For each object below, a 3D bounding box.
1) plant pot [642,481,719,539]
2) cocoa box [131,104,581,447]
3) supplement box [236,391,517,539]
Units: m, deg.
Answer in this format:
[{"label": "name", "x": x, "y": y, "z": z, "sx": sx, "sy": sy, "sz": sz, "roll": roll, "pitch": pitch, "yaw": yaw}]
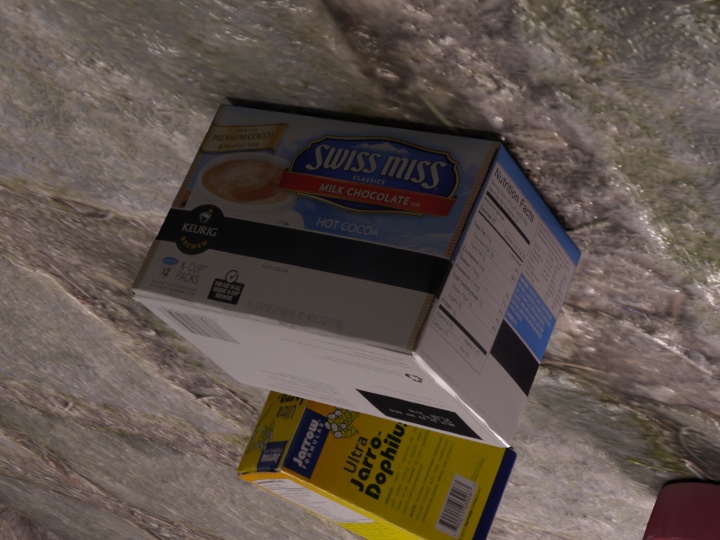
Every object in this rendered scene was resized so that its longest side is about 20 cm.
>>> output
[{"label": "plant pot", "x": 0.305, "y": 0.289, "z": 1.406, "sx": 0.200, "sy": 0.179, "sz": 0.200, "roll": 21, "pitch": 163, "yaw": 6}, {"label": "cocoa box", "x": 0.000, "y": 0.000, "z": 1.012, "sx": 0.200, "sy": 0.131, "sz": 0.133, "roll": 11, "pitch": 159, "yaw": 34}, {"label": "supplement box", "x": 0.014, "y": 0.167, "z": 1.529, "sx": 0.200, "sy": 0.110, "sz": 0.109, "roll": 28, "pitch": 162, "yaw": -18}]
